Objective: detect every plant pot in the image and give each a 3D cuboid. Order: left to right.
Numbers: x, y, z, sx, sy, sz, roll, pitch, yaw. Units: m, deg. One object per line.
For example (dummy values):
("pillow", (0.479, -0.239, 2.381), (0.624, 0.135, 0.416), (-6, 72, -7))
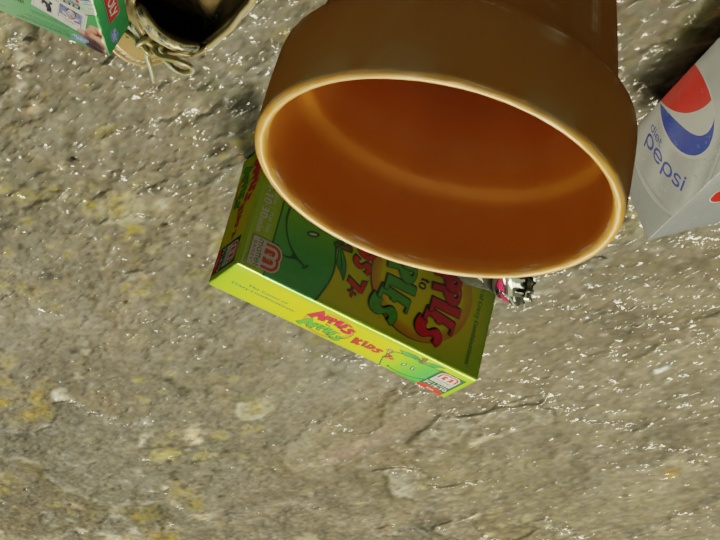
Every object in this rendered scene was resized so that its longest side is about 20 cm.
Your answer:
("plant pot", (0.060, -0.125, 1.162), (0.198, 0.185, 0.201), (11, 153, 6))

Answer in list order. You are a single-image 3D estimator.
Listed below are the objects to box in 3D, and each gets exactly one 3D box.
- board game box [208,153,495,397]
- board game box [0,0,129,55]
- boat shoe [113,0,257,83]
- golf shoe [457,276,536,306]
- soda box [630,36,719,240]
("board game box", (0.000, 0.000, 1.520), (0.199, 0.102, 0.048), (26, 150, -21))
("board game box", (-0.237, -0.210, 1.276), (0.199, 0.029, 0.135), (23, 154, 15))
("boat shoe", (-0.109, -0.165, 1.305), (0.073, 0.063, 0.200), (24, 152, -19))
("golf shoe", (0.077, -0.041, 1.436), (0.087, 0.078, 0.200), (16, 153, 13))
("soda box", (0.223, -0.090, 1.251), (0.068, 0.064, 0.200), (-14, 163, -23))
